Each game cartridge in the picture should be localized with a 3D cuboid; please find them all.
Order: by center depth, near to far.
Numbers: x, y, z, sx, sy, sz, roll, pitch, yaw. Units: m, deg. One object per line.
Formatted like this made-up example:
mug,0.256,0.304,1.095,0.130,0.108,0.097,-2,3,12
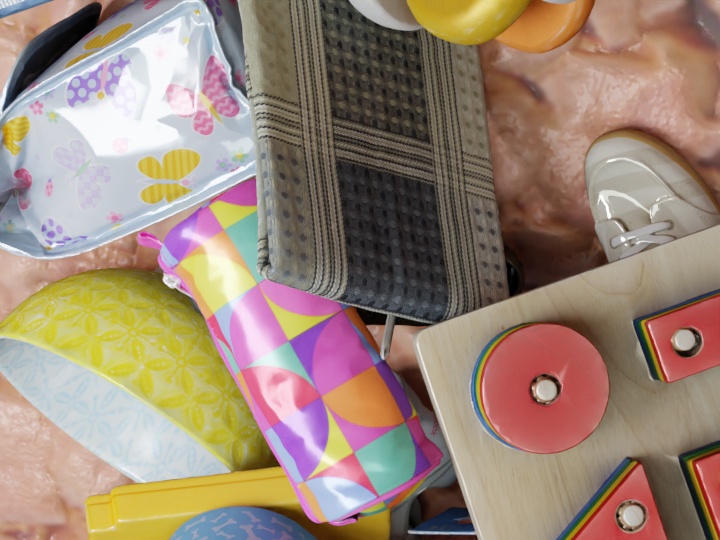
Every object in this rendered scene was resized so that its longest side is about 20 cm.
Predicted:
game cartridge,-0.071,0.170,1.550,0.176,0.033,0.200,-6,149,-6

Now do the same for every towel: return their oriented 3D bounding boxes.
towel,0.004,-0.070,1.439,0.034,0.192,0.201,-22,65,41

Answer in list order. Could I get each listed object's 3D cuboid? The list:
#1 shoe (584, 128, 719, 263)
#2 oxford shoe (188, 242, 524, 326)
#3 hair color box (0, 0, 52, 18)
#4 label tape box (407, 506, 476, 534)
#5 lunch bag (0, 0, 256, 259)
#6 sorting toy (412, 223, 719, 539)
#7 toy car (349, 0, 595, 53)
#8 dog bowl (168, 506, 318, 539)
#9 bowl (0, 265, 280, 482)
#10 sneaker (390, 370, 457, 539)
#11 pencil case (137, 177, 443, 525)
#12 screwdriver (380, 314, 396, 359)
shoe,0.191,0.008,1.525,0.070,0.053,0.200,-26,103,21
oxford shoe,0.000,0.000,1.509,0.199,0.084,0.073,-5,98,-14
hair color box,-0.150,-0.202,1.502,0.199,0.100,0.061,-15,108,19
label tape box,0.140,0.125,1.527,0.199,0.144,0.064,4,91,12
lunch bag,-0.128,-0.095,1.499,0.200,0.170,0.127,-26,101,22
sorting toy,0.154,0.096,1.399,0.198,0.070,0.201,-19,91,-4
toy car,0.087,-0.215,1.414,0.175,0.150,0.201,-3,82,45
dog bowl,-0.037,0.206,1.477,0.111,0.050,0.200,-36,118,26
bowl,-0.113,0.057,1.576,0.200,0.200,0.108,34,71,-1
sneaker,-0.013,0.153,1.621,0.099,0.078,0.200,38,123,-19
pencil case,-0.036,0.045,1.433,0.088,0.088,0.200,-35,83,23
screwdriver,0.023,-0.022,1.481,0.029,0.200,0.028,-3,134,20
